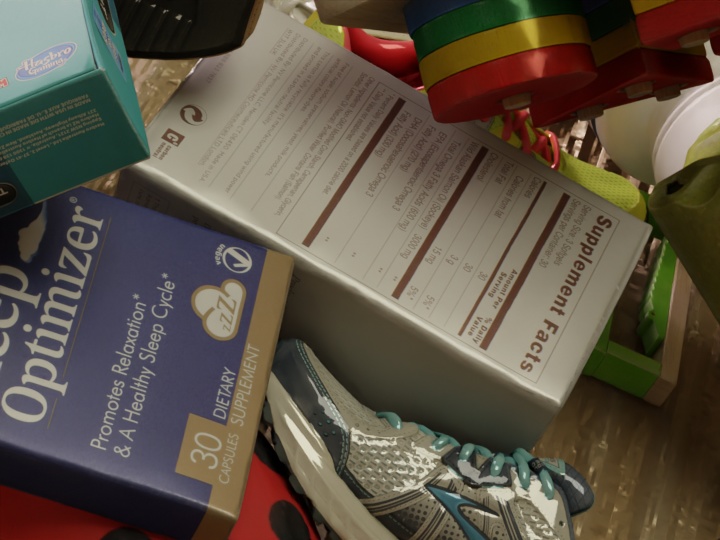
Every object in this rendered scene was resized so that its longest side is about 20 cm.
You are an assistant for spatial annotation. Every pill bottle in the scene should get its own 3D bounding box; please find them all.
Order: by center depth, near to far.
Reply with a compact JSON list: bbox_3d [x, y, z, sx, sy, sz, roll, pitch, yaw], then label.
[{"bbox_3d":[0.168,-0.114,1.013,0.119,0.120,0.200,2,42,-26],"label":"pill bottle"}]

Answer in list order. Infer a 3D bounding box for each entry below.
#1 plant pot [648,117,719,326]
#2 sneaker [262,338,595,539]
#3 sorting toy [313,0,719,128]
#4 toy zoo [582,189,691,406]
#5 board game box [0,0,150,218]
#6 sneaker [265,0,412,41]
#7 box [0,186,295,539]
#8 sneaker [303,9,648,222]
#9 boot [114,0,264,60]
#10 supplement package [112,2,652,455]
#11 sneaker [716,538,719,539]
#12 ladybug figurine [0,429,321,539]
[{"bbox_3d":[0.234,-0.001,0.856,0.184,0.200,0.200,51,43,-6],"label":"plant pot"},{"bbox_3d":[0.042,0.094,0.759,0.200,0.086,0.078,48,3,-2],"label":"sneaker"},{"bbox_3d":[0.117,-0.112,0.788,0.200,0.199,0.070,-6,80,-59],"label":"sorting toy"},{"bbox_3d":[0.071,-0.021,0.960,0.200,0.020,0.131,24,42,-4],"label":"toy zoo"},{"bbox_3d":[-0.168,-0.093,0.705,0.151,0.047,0.200,-21,47,3],"label":"board game box"},{"bbox_3d":[-0.052,-0.139,0.961,0.200,0.074,0.116,8,34,-22],"label":"sneaker"},{"bbox_3d":[-0.130,0.017,0.696,0.200,0.032,0.121,18,51,-9],"label":"box"},{"bbox_3d":[0.050,-0.065,0.901,0.200,0.090,0.078,19,28,-10],"label":"sneaker"},{"bbox_3d":[-0.113,-0.120,0.839,0.200,0.138,0.078,20,82,22],"label":"boot"},{"bbox_3d":[0.000,0.000,0.823,0.200,0.117,0.117,31,50,2],"label":"supplement package"},{"bbox_3d":[0.222,0.182,0.806,0.200,0.074,0.080,32,45,5],"label":"sneaker"},{"bbox_3d":[-0.072,0.105,0.727,0.136,0.072,0.200,-8,54,-33],"label":"ladybug figurine"}]
